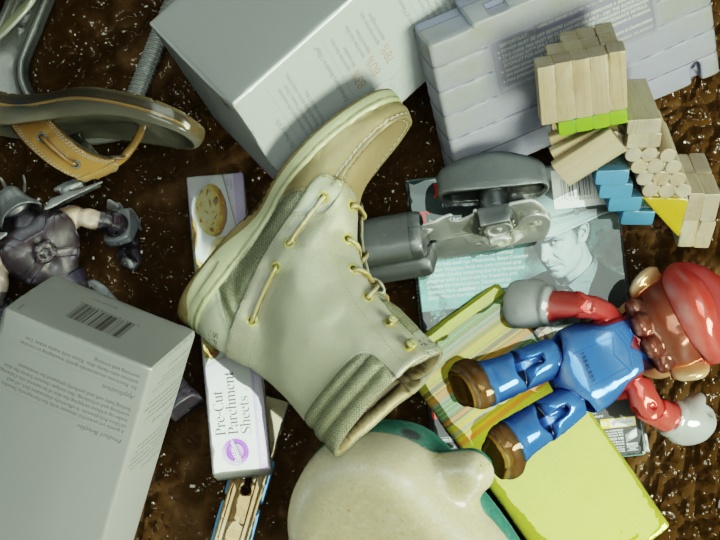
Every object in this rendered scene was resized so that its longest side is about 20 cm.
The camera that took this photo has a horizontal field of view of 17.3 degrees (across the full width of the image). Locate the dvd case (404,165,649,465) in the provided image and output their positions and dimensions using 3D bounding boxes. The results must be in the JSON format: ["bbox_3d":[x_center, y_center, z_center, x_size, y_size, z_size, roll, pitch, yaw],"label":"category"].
[{"bbox_3d":[0.111,0.032,1.594,0.145,0.022,0.201,-6,88,-4],"label":"dvd case"}]

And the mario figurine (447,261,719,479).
[{"bbox_3d":[0.160,0.063,1.549,0.199,0.106,0.124,-24,122,-12],"label":"mario figurine"}]

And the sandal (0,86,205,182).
[{"bbox_3d":[-0.196,-0.085,1.531,0.199,0.082,0.055,3,80,11],"label":"sandal"}]

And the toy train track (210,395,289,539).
[{"bbox_3d":[-0.085,0.182,1.570,0.114,0.033,0.201,15,80,5],"label":"toy train track"}]

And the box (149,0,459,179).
[{"bbox_3d":[-0.016,-0.167,1.534,0.200,0.124,0.097,-42,58,-6],"label":"box"}]

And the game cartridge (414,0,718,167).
[{"bbox_3d":[0.138,-0.148,1.558,0.199,0.038,0.130,-23,130,-8],"label":"game cartridge"}]

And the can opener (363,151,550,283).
[{"bbox_3d":[0.028,-0.031,1.566,0.199,0.053,0.067,-9,62,9],"label":"can opener"}]

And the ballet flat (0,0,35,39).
[{"bbox_3d":[-0.281,-0.164,1.560,0.200,0.072,0.072,-30,88,3],"label":"ballet flat"}]

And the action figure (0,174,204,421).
[{"bbox_3d":[-0.187,0.024,1.557,0.130,0.069,0.201,-33,85,2],"label":"action figure"}]

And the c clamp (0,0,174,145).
[{"bbox_3d":[-0.156,-0.169,1.588,0.170,0.027,0.201,27,86,0],"label":"c clamp"}]

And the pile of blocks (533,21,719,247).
[{"bbox_3d":[0.169,-0.090,1.564,0.082,0.062,0.200,-29,128,14],"label":"pile of blocks"}]

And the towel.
[{"bbox_3d":[0.114,0.113,1.571,0.086,0.018,0.200,-36,90,-1],"label":"towel"}]

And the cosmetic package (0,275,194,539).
[{"bbox_3d":[-0.189,0.120,1.495,0.107,0.085,0.201,22,110,9],"label":"cosmetic package"}]

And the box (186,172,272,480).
[{"bbox_3d":[-0.087,0.036,1.561,0.041,0.039,0.201,-5,79,-1],"label":"box"}]

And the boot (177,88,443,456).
[{"bbox_3d":[0.000,0.000,1.494,0.155,0.072,0.200,41,90,20],"label":"boot"}]

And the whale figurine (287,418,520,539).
[{"bbox_3d":[0.053,0.172,1.531,0.199,0.104,0.160,25,119,5],"label":"whale figurine"}]
